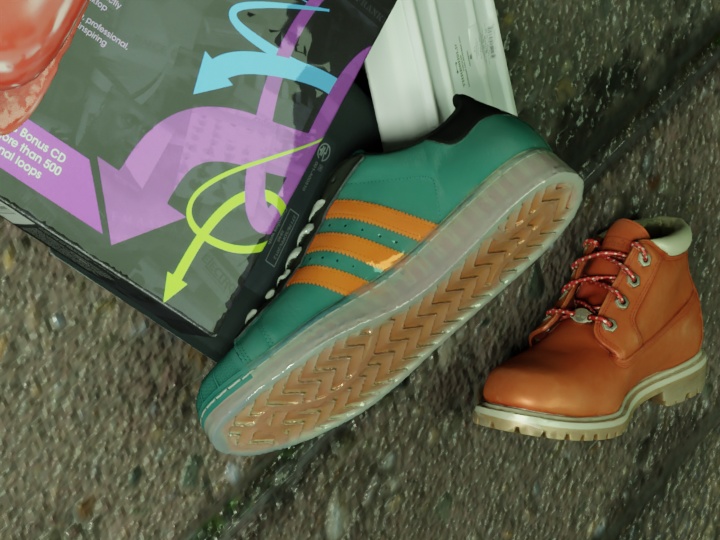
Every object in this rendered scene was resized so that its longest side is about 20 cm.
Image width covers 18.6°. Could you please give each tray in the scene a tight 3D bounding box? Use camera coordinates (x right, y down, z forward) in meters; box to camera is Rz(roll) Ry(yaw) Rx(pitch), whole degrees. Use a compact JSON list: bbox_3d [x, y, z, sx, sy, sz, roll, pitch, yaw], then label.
[{"bbox_3d":[0.041,-0.096,1.033,0.107,0.022,0.200,-39,122,-49],"label":"tray"}]

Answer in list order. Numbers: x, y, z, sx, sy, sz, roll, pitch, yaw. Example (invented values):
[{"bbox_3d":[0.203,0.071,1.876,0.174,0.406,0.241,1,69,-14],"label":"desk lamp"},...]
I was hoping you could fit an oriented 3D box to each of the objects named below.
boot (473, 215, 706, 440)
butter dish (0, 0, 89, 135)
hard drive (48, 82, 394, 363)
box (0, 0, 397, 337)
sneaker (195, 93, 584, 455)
[{"bbox_3d":[0.123,0.029,1.184,0.200,0.075,0.107,-22,117,-54],"label":"boot"},{"bbox_3d":[-0.140,-0.138,0.690,0.200,0.148,0.200,19,101,-32],"label":"butter dish"},{"bbox_3d":[-0.040,-0.026,0.988,0.200,0.033,0.140,38,73,-50],"label":"hard drive"},{"bbox_3d":[-0.071,-0.094,0.884,0.143,0.036,0.200,34,75,-27],"label":"box"},{"bbox_3d":[0.000,0.000,0.974,0.200,0.080,0.071,-37,149,-11],"label":"sneaker"}]
